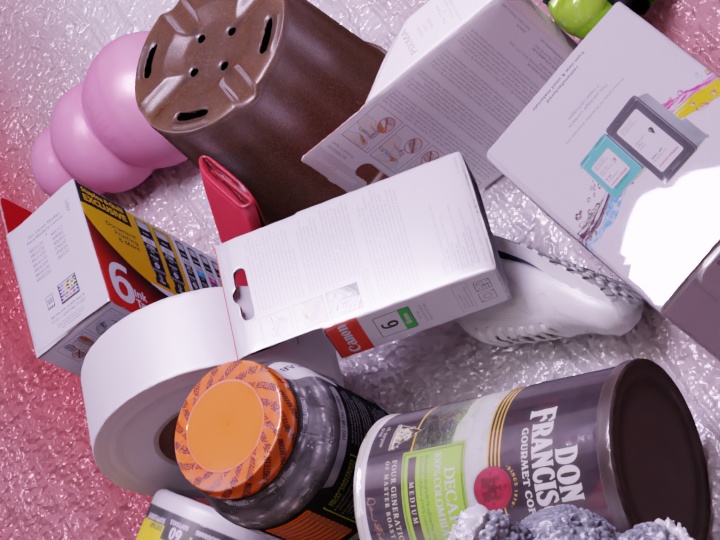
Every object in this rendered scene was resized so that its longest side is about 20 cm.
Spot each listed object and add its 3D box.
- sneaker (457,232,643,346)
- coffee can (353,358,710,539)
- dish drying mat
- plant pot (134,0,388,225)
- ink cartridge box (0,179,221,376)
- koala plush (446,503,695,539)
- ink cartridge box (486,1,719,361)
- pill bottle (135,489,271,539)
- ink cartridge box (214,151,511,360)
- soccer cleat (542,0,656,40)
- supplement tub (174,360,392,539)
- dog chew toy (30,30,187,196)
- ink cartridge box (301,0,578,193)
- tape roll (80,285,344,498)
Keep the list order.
[{"bbox_3d":[0.126,0.024,1.373,0.200,0.076,0.081,21,90,49],"label":"sneaker"},{"bbox_3d":[0.117,0.151,1.260,0.200,0.146,0.147,-16,60,32],"label":"coffee can"},{"bbox_3d":[-0.084,-0.002,1.464,0.018,0.200,0.077,-36,50,-18],"label":"dish drying mat"},{"bbox_3d":[-0.065,-0.133,1.495,0.200,0.198,0.201,-20,54,30],"label":"plant pot"},{"bbox_3d":[-0.188,0.015,1.522,0.084,0.200,0.176,-37,52,19],"label":"ink cartridge box"},{"bbox_3d":[0.117,0.228,1.121,0.184,0.177,0.200,-90,11,-61],"label":"koala plush"},{"bbox_3d":[0.223,-0.054,1.276,0.146,0.147,0.200,-49,49,7],"label":"ink cartridge box"},{"bbox_3d":[-0.142,0.280,1.421,0.114,0.114,0.200,14,78,41],"label":"pill bottle"},{"bbox_3d":[0.000,0.000,1.358,0.200,0.050,0.109,-20,55,9],"label":"ink cartridge box"},{"bbox_3d":[0.208,-0.250,1.441,0.068,0.081,0.200,-37,23,58],"label":"soccer cleat"},{"bbox_3d":[-0.036,0.141,1.346,0.122,0.200,0.123,-17,59,30],"label":"supplement tub"},{"bbox_3d":[-0.224,-0.129,1.679,0.200,0.124,0.125,-33,52,30],"label":"dog chew toy"},{"bbox_3d":[0.069,-0.127,1.420,0.200,0.161,0.050,-37,49,19],"label":"ink cartridge box"},{"bbox_3d":[-0.111,0.097,1.426,0.202,0.202,0.071,-31,52,22],"label":"tape roll"}]
